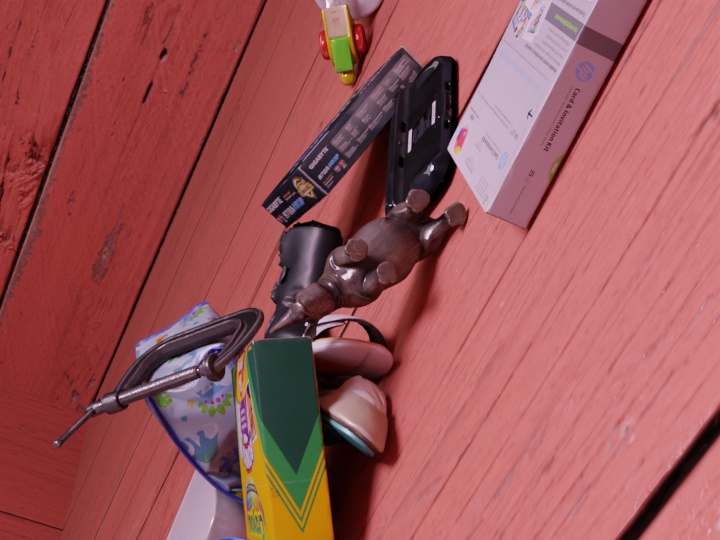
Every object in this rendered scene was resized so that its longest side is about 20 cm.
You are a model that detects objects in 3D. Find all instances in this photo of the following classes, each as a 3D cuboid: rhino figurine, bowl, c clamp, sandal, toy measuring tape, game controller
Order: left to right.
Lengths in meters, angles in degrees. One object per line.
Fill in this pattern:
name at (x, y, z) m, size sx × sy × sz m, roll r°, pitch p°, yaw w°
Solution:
c clamp at (-0.186, 0.102, 1.061) m, size 0.197 × 0.027 × 0.171 m, roll -23°, pitch 18°, yaw 21°
bowl at (-0.174, 0.325, 1.240) m, size 0.202 × 0.074 × 0.200 m, roll -66°, pitch 17°, yaw 12°
sandal at (-0.027, 0.073, 1.050) m, size 0.206 × 0.078 × 0.060 m, roll 146°, pitch 139°, yaw -67°
toy measuring tape at (-0.031, -0.367, 1.545) m, size 0.073 × 0.072 × 0.204 m, roll -160°, pitch 59°, yaw -74°
rhino figurine at (0.000, 0.000, 0.946) m, size 0.199 × 0.060 × 0.087 m, roll -37°, pitch -1°, yaw -20°
game controller at (0.063, -0.134, 1.098) m, size 0.104 × 0.042 × 0.202 m, roll -38°, pitch 33°, yaw 36°

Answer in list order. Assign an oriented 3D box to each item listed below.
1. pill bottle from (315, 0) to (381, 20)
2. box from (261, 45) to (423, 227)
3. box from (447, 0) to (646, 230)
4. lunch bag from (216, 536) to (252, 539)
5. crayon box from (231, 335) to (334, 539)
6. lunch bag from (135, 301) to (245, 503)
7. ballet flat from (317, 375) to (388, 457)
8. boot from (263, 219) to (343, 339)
pill bottle at (-0.021, -0.465, 1.630) m, size 0.115 × 0.112 × 0.201 m, roll -60°, pitch 18°, yaw 28°
box at (-0.021, -0.150, 1.243) m, size 0.201 × 0.046 × 0.159 m, roll -52°, pitch 9°, yaw -21°
box at (0.140, -0.153, 0.841) m, size 0.202 × 0.041 × 0.156 m, roll -63°, pitch 17°, yaw 18°
lunch bag at (-0.089, 0.301, 0.872) m, size 0.200 × 0.134 × 0.134 m, roll -36°, pitch 36°, yaw 62°
crayon box at (-0.076, 0.162, 0.980) m, size 0.200 × 0.057 × 0.176 m, roll 133°, pitch 132°, yaw -73°
lunch bag at (-0.150, 0.158, 1.193) m, size 0.126 × 0.202 × 0.170 m, roll -30°, pitch 19°, yaw -5°
ballet flat at (-0.012, 0.124, 0.979) m, size 0.200 × 0.068 × 0.071 m, roll 165°, pitch 124°, yaw -72°
boot at (-0.066, 0.024, 1.243) m, size 0.200 × 0.075 × 0.171 m, roll 162°, pitch 123°, yaw -78°
